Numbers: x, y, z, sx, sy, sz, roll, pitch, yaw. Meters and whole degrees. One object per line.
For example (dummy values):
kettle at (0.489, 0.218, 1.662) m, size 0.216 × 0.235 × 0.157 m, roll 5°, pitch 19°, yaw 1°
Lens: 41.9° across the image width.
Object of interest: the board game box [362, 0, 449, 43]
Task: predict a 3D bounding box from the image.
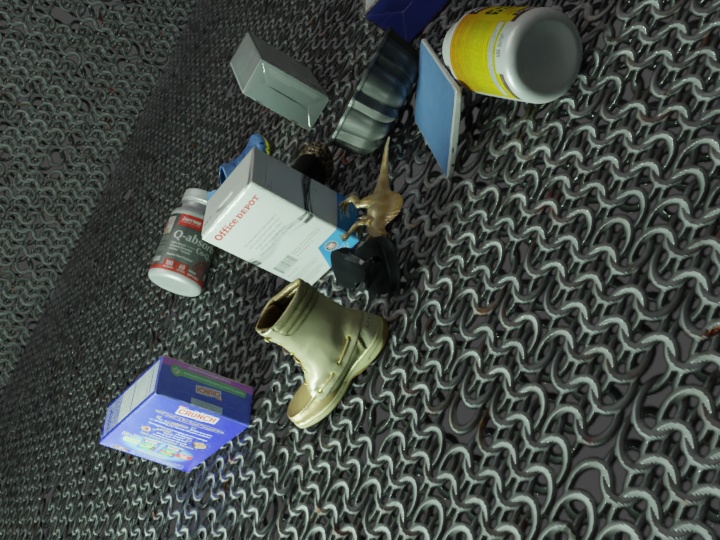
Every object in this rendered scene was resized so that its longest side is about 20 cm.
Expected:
board game box at (0.088, -0.508, 1.564) m, size 0.159 × 0.096 × 0.202 m, roll -41°, pitch 34°, yaw 37°

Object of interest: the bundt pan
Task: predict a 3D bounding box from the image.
bundt pan at (0.028, -0.262, 1.429) m, size 0.204 × 0.075 × 0.202 m, roll -62°, pitch 6°, yaw 11°

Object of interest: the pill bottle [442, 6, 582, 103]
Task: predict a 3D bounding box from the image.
pill bottle at (0.179, -0.271, 1.168) m, size 0.110 × 0.108 × 0.200 m, roll -61°, pitch 27°, yaw 3°

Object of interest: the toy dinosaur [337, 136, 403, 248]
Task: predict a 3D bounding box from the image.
toy dinosaur at (0.022, -0.092, 1.377) m, size 0.100 × 0.058 × 0.202 m, roll -22°, pitch 46°, yaw 31°

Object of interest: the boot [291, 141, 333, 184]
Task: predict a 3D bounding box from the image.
boot at (-0.111, -0.115, 1.590) m, size 0.151 × 0.073 × 0.201 m, roll -59°, pitch -7°, yaw -30°

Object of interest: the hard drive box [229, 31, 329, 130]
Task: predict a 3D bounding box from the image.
hard drive box at (-0.160, -0.370, 1.829) m, size 0.077 × 0.155 × 0.201 m, roll -55°, pitch 26°, yaw 17°

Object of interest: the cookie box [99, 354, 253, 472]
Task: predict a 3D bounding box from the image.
cookie box at (-0.294, 0.233, 1.505) m, size 0.200 × 0.170 × 0.076 m, roll -38°, pitch 38°, yaw 39°

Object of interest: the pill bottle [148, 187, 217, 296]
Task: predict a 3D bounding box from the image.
pill bottle at (-0.351, -0.059, 1.936) m, size 0.115 × 0.115 × 0.202 m, roll -14°, pitch 54°, yaw 57°

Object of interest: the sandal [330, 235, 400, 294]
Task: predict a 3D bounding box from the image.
sandal at (0.000, 0.001, 1.289) m, size 0.200 × 0.042 × 0.077 m, roll -13°, pitch 95°, yaw 66°

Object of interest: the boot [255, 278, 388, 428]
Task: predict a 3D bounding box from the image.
boot at (-0.077, 0.110, 1.235) m, size 0.200 × 0.154 × 0.073 m, roll -49°, pitch 29°, yaw 26°

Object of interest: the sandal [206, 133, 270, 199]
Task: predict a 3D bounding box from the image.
sandal at (-0.248, -0.193, 1.906) m, size 0.079 × 0.086 × 0.202 m, roll -12°, pitch 54°, yaw 59°

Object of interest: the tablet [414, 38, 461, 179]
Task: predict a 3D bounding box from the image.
tablet at (0.106, -0.227, 1.303) m, size 0.201 × 0.013 × 0.132 m, roll -107°, pitch 17°, yaw -56°

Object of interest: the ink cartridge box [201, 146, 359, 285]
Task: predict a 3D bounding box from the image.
ink cartridge box at (-0.120, -0.075, 1.433) m, size 0.146 × 0.199 × 0.087 m, roll -41°, pitch 33°, yaw 36°
